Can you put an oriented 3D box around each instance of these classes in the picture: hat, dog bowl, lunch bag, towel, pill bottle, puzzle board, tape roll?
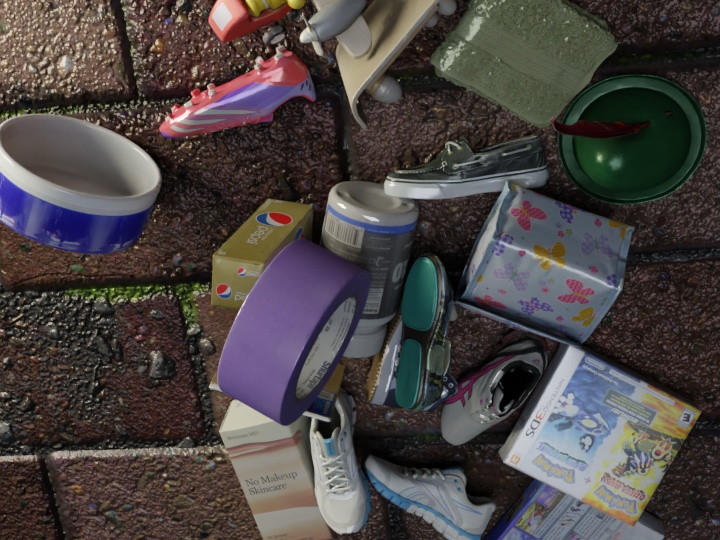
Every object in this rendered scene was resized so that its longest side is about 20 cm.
[{"bbox_3d":[0.306,-0.121,1.296,0.200,0.176,0.166,1,115,4],"label":"hat"},{"bbox_3d":[-0.346,-0.106,1.377,0.200,0.200,0.079,23,116,-3],"label":"dog bowl"},{"bbox_3d":[0.214,0.013,1.390,0.170,0.127,0.200,21,147,-1],"label":"lunch bag"},{"bbox_3d":[0.188,-0.249,1.297,0.200,0.036,0.148,21,115,-34],"label":"towel"},{"bbox_3d":[0.000,0.000,1.427,0.114,0.114,0.200,12,115,2],"label":"pill bottle"},{"bbox_3d":[-0.101,0.137,1.452,0.151,0.200,0.017,17,104,0],"label":"puzzle board"},{"bbox_3d":[-0.073,0.070,1.304,0.085,0.200,0.200,27,115,12],"label":"tape roll"}]

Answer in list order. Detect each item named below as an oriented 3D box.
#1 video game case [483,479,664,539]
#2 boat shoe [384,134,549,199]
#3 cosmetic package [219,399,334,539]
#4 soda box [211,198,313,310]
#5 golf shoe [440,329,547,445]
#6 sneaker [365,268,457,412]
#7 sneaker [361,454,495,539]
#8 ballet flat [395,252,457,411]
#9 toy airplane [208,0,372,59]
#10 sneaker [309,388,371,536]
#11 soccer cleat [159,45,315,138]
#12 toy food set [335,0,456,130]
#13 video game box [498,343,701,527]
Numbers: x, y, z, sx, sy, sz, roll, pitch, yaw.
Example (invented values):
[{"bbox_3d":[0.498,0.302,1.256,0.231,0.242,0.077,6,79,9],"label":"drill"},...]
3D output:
[{"bbox_3d":[0.286,0.380,1.592,0.181,0.045,0.200,31,113,-7],"label":"video game case"},{"bbox_3d":[0.126,-0.129,1.387,0.200,0.072,0.071,-7,105,-1],"label":"boat shoe"},{"bbox_3d":[-0.107,0.273,1.572,0.103,0.087,0.200,-15,110,14],"label":"cosmetic package"},{"bbox_3d":[-0.115,-0.021,1.382,0.064,0.200,0.068,9,114,11],"label":"soda box"},{"bbox_3d":[0.165,0.163,1.488,0.073,0.092,0.200,33,118,-7],"label":"golf shoe"},{"bbox_3d":[0.085,0.093,1.482,0.108,0.070,0.200,16,108,-8],"label":"sneaker"},{"bbox_3d":[0.096,0.294,1.567,0.200,0.075,0.087,32,99,-9],"label":"sneaker"},{"bbox_3d":[0.086,0.074,1.414,0.074,0.074,0.200,11,104,3],"label":"ballet flat"},{"bbox_3d":[-0.070,-0.343,1.271,0.200,0.141,0.199,12,95,17],"label":"toy airplane"},{"bbox_3d":[-0.037,0.247,1.499,0.075,0.087,0.200,-12,75,6],"label":"sneaker"},{"bbox_3d":[-0.151,-0.198,1.390,0.200,0.067,0.076,-26,112,14],"label":"soccer cleat"},{"bbox_3d":[0.051,-0.266,1.291,0.060,0.144,0.200,32,114,-27],"label":"toy food set"},{"bbox_3d":[0.311,0.211,1.495,0.200,0.047,0.182,26,101,-5],"label":"video game box"}]
